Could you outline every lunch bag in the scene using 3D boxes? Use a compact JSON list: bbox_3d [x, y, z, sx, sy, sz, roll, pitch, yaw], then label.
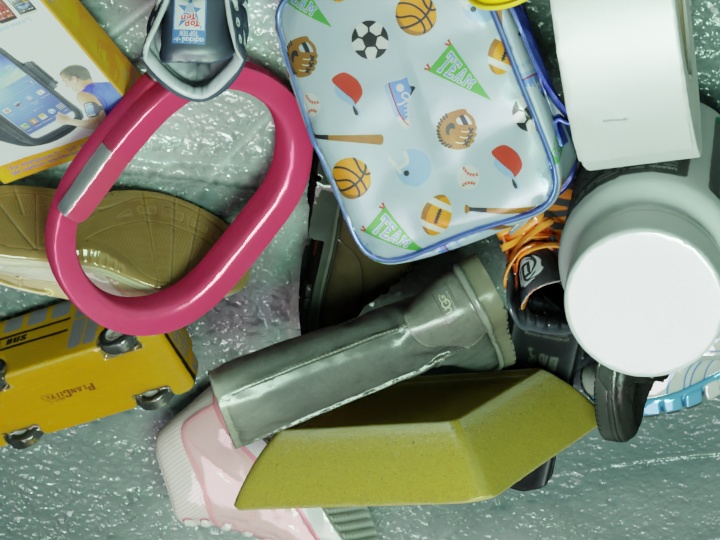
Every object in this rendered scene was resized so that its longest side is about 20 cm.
[{"bbox_3d":[0.046,-0.108,1.514,0.159,0.076,0.201,-20,97,19],"label":"lunch bag"}]

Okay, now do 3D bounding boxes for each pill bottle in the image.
[{"bbox_3d":[0.180,-0.022,1.489,0.112,0.200,0.114,4,115,9],"label":"pill bottle"}]

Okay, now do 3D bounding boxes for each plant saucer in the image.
[{"bbox_3d":[0.039,0.110,1.665,0.198,0.200,0.049,-4,100,30],"label":"plant saucer"}]

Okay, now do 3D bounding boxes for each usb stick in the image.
[{"bbox_3d":[0.124,0.080,1.738,0.055,0.033,0.201,12,131,4],"label":"usb stick"}]

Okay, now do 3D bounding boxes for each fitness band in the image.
[{"bbox_3d":[-0.119,-0.049,1.592,0.200,0.037,0.143,-50,128,4],"label":"fitness band"}]

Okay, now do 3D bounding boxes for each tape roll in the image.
[{"bbox_3d":[0.153,-0.160,1.421,0.070,0.203,0.204,-6,130,10],"label":"tape roll"}]

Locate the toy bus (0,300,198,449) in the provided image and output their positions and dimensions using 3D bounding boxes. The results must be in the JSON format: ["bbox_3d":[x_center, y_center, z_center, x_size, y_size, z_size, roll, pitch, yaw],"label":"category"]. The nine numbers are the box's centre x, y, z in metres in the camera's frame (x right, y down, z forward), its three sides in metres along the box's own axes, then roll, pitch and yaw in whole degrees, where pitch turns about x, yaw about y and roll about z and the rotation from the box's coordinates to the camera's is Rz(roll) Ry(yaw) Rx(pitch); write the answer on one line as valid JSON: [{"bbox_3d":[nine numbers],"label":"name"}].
[{"bbox_3d":[-0.213,0.068,1.728,0.199,0.079,0.065,-17,126,19],"label":"toy bus"}]

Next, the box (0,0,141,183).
[{"bbox_3d":[-0.228,-0.139,1.550,0.118,0.042,0.200,-17,143,19],"label":"box"}]

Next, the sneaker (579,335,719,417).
[{"bbox_3d":[0.243,0.039,1.678,0.198,0.075,0.087,-15,116,12],"label":"sneaker"}]

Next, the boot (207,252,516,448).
[{"bbox_3d":[0.001,0.065,1.630,0.199,0.073,0.182,-30,159,-2],"label":"boot"}]

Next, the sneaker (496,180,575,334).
[{"bbox_3d":[0.107,-0.039,1.586,0.077,0.113,0.200,-29,122,26],"label":"sneaker"}]

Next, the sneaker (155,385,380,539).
[{"bbox_3d":[-0.072,0.170,1.803,0.104,0.076,0.201,-31,114,22],"label":"sneaker"}]

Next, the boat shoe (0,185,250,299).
[{"bbox_3d":[-0.176,-0.013,1.669,0.198,0.074,0.069,11,154,-15],"label":"boat shoe"}]

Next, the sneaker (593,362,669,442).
[{"bbox_3d":[0.218,0.022,1.621,0.103,0.060,0.202,8,97,19],"label":"sneaker"}]

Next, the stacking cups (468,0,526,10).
[{"bbox_3d":[0.049,-0.239,1.377,0.060,0.061,0.201,-16,131,18],"label":"stacking cups"}]

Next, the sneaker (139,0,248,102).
[{"bbox_3d":[-0.100,-0.197,1.473,0.069,0.109,0.201,0,130,4],"label":"sneaker"}]

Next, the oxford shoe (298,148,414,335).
[{"bbox_3d":[0.000,0.000,1.658,0.084,0.073,0.201,4,133,-7],"label":"oxford shoe"}]
